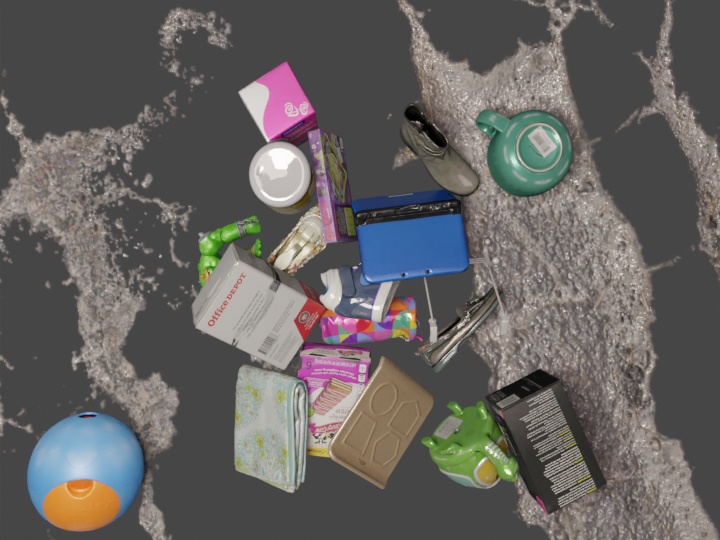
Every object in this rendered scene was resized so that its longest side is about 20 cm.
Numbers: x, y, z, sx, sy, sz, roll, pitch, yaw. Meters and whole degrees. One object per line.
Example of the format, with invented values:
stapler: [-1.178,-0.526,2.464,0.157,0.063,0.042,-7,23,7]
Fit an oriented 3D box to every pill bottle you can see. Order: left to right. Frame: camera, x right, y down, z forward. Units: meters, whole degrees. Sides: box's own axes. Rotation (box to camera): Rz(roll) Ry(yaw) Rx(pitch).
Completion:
pill bottle: [-0.136,-0.161,1.269,0.106,0.200,0.113,0,90,-1]

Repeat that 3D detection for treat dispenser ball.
treat dispenser ball: [-0.491,0.360,1.262,0.195,0.201,0.207,0,90,-1]

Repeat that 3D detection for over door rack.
over door rack: [0.188,0.026,1.294,0.143,0.067,0.204,-5,51,0]

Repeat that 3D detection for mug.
mug: [0.306,-0.222,1.318,0.179,0.114,0.157,4,90,-1]

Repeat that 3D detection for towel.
towel: [-0.169,0.288,1.293,0.168,0.048,0.206,5,94,40]

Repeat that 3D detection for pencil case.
pencil case: [0.020,0.097,1.330,0.194,0.088,0.091,-3,90,1]

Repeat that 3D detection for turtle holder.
turtle holder: [0.217,0.325,1.288,0.183,0.142,0.133,-25,109,40]

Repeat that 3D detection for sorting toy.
sorting toy: [0.038,0.281,1.298,0.185,0.036,0.203,41,75,-40]

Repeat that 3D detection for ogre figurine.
ogre figurine: [-0.247,0.003,1.323,0.116,0.099,0.204,0,122,-13]

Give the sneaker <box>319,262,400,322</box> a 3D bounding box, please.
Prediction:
sneaker: [0.000,0.000,1.310,0.143,0.082,0.203,14,53,13]

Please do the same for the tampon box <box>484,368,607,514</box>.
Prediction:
tampon box: [0.337,0.311,1.297,0.124,0.150,0.204,-24,90,-1]

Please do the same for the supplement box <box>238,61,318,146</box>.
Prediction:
supplement box: [-0.142,-0.283,1.270,0.100,0.200,0.105,-31,90,0]

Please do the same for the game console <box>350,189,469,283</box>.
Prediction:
game console: [0.088,-0.068,1.299,0.194,0.171,0.122,-6,108,-4]

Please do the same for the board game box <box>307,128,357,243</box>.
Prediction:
board game box: [-0.050,-0.154,1.311,0.031,0.120,0.206,-9,89,16]

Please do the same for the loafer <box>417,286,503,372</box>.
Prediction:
loafer: [0.190,0.102,1.339,0.063,0.072,0.201,41,91,6]

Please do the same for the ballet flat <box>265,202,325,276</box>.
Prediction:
ballet flat: [-0.114,-0.047,1.337,0.075,0.064,0.201,38,89,1]

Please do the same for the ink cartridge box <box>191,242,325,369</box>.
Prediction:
ink cartridge box: [-0.186,0.067,1.272,0.198,0.084,0.146,31,101,-31]

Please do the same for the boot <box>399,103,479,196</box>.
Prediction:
boot: [0.147,-0.218,1.308,0.199,0.131,0.068,43,90,0]

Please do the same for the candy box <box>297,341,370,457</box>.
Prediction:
candy box: [-0.054,0.245,1.311,0.132,0.061,0.206,5,107,0]
